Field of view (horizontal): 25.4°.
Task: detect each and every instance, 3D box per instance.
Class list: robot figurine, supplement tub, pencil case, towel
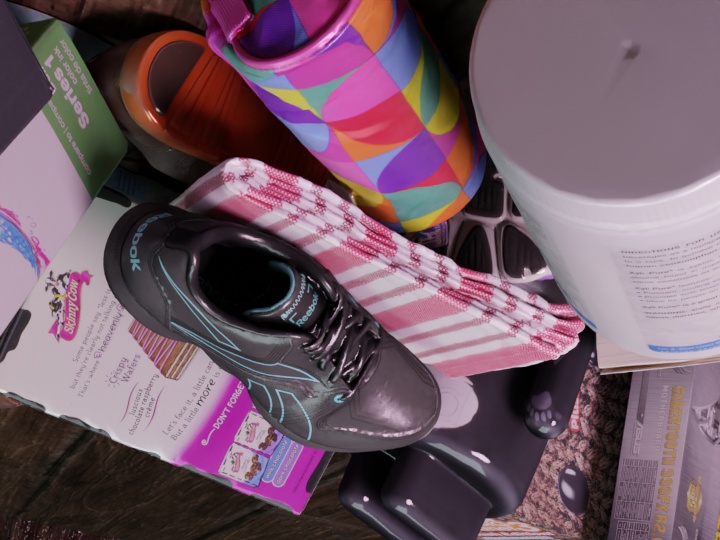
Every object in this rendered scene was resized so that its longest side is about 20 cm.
[{"bbox_3d":[0.064,0.071,0.972,0.149,0.201,0.125,18,155,18],"label":"robot figurine"},{"bbox_3d":[0.129,-0.049,0.687,0.131,0.133,0.200,4,161,18],"label":"supplement tub"},{"bbox_3d":[-0.003,-0.083,0.722,0.088,0.089,0.200,2,158,21],"label":"pencil case"},{"bbox_3d":[0.000,0.000,0.813,0.199,0.030,0.146,27,164,-15],"label":"towel"}]

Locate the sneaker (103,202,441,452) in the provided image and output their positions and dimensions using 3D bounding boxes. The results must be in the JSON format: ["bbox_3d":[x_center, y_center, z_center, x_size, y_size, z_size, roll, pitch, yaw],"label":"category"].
[{"bbox_3d":[-0.032,0.034,0.778,0.199,0.076,0.079,31,161,-27],"label":"sneaker"}]

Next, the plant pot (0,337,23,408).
[{"bbox_3d":[-0.299,0.009,1.006,0.196,0.202,0.200,-1,161,11],"label":"plant pot"}]

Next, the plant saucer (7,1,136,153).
[{"bbox_3d":[-0.208,-0.098,0.883,0.198,0.028,0.200,9,163,3],"label":"plant saucer"}]

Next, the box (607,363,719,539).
[{"bbox_3d":[0.234,0.147,1.120,0.048,0.202,0.158,0,159,34],"label":"box"}]

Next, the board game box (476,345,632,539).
[{"bbox_3d":[0.131,0.115,1.142,0.199,0.161,0.096,24,156,-39],"label":"board game box"}]

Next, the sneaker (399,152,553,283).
[{"bbox_3d":[0.108,-0.020,0.878,0.198,0.081,0.083,7,168,4],"label":"sneaker"}]

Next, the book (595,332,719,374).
[{"bbox_3d":[0.218,0.032,0.931,0.132,0.049,0.200,-3,177,17],"label":"book"}]

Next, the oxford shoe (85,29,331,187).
[{"bbox_3d":[-0.063,-0.066,0.854,0.073,0.072,0.200,5,156,45],"label":"oxford shoe"}]

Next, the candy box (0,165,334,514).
[{"bbox_3d":[-0.095,0.037,0.915,0.199,0.137,0.061,24,-165,-14],"label":"candy box"}]

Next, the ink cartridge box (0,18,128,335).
[{"bbox_3d":[-0.221,-0.021,0.743,0.144,0.201,0.084,-5,128,28],"label":"ink cartridge box"}]

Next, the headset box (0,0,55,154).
[{"bbox_3d":[-0.245,-0.110,0.643,0.199,0.093,0.175,-2,128,32],"label":"headset box"}]

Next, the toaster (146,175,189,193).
[{"bbox_3d":[-0.093,0.013,1.022,0.198,0.115,0.129,11,165,-10],"label":"toaster"}]
